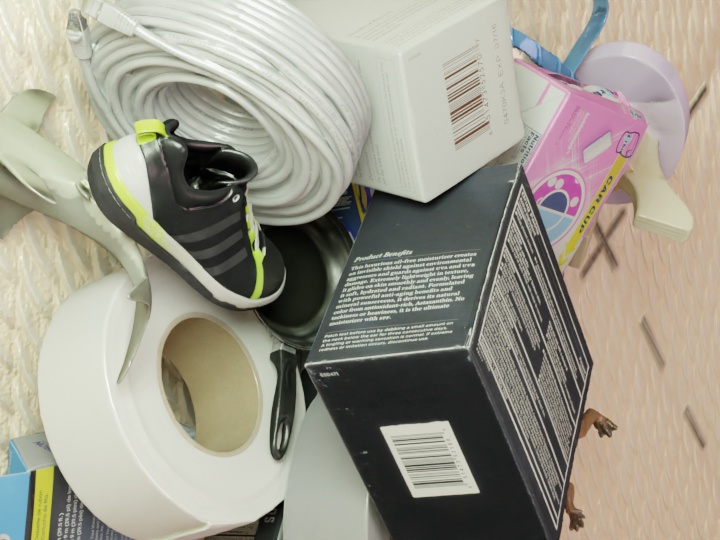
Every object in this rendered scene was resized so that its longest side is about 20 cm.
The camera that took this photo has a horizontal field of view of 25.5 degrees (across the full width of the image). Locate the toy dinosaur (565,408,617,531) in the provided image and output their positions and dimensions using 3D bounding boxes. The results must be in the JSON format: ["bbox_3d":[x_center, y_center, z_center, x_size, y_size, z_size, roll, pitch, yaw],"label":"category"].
[{"bbox_3d":[0.173,0.166,1.559,0.136,0.086,0.200,39,69,-41],"label":"toy dinosaur"}]

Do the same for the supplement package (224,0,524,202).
[{"bbox_3d":[0.003,-0.142,1.152,0.117,0.200,0.117,-35,127,-35],"label":"supplement package"}]

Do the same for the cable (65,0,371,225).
[{"bbox_3d":[-0.091,-0.113,1.067,0.200,0.200,0.069,98,14,-60],"label":"cable"}]

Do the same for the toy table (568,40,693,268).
[{"bbox_3d":[0.220,-0.097,1.431,0.200,0.184,0.117,78,30,-49],"label":"toy table"}]

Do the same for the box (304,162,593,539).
[{"bbox_3d":[0.071,0.067,1.113,0.198,0.123,0.200,-68,143,-47],"label":"box"}]

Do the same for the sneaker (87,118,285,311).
[{"bbox_3d":[-0.093,-0.037,1.046,0.083,0.072,0.200,-31,146,18],"label":"sneaker"}]

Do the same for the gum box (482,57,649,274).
[{"bbox_3d":[0.132,-0.063,1.252,0.113,0.066,0.200,13,110,-48],"label":"gum box"}]

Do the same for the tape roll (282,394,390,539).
[{"bbox_3d":[0.008,0.187,1.198,0.200,0.066,0.200,-1,90,-71],"label":"tape roll"}]

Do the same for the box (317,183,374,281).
[{"bbox_3d":[0.000,0.000,1.260,0.070,0.064,0.200,-37,117,-59],"label":"box"}]

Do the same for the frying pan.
[{"bbox_3d":[-0.041,0.040,1.177,0.115,0.031,0.190,-4,85,-44],"label":"frying pan"}]

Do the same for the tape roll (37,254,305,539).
[{"bbox_3d":[-0.129,0.090,1.124,0.202,0.071,0.203,30,49,-43],"label":"tape roll"}]

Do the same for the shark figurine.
[{"bbox_3d":[-0.206,-0.033,1.043,0.090,0.214,0.128,-46,-176,29],"label":"shark figurine"}]

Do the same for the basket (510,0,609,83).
[{"bbox_3d":[0.124,-0.180,1.316,0.200,0.139,0.176,-57,140,-3],"label":"basket"}]

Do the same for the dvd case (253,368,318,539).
[{"bbox_3d":[-0.034,0.198,1.221,0.150,0.025,0.200,65,31,-45],"label":"dvd case"}]

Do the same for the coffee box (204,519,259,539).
[{"bbox_3d":[-0.076,0.257,1.253,0.200,0.080,0.113,-71,150,-42],"label":"coffee box"}]

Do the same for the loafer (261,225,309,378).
[{"bbox_3d":[-0.080,0.024,1.233,0.070,0.070,0.200,-23,113,-36],"label":"loafer"}]

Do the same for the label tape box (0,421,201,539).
[{"bbox_3d":[-0.214,0.190,1.148,0.200,0.066,0.143,-6,109,-46],"label":"label tape box"}]
